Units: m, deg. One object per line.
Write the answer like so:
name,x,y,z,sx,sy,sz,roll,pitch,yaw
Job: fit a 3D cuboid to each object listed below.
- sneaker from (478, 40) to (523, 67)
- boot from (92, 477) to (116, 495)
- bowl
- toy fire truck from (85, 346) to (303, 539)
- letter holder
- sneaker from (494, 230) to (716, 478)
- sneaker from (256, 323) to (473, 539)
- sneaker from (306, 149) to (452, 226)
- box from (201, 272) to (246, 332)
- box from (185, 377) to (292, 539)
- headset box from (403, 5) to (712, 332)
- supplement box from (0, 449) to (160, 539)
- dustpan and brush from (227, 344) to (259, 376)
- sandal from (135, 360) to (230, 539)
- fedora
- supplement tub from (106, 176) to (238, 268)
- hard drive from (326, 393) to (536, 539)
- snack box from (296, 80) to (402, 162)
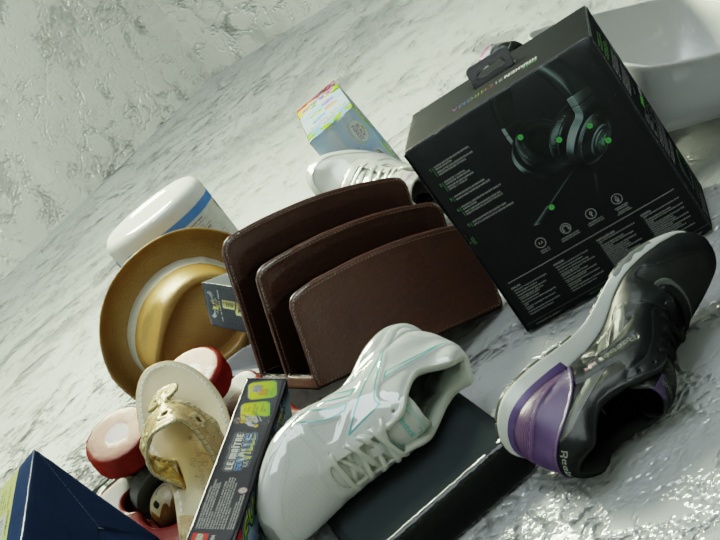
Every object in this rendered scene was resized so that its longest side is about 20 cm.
sneaker,0.161,-0.109,1.186,0.086,0.202,0.080,-11,-3,31
boot,-0.235,0.205,1.310,0.164,0.066,0.200,-5,39,48
bowl,0.272,-0.182,1.170,0.199,0.075,0.200,-18,24,-22
toy fire truck,-0.134,0.173,1.146,0.200,0.112,0.168,-41,37,-14
letter holder,0.000,0.000,1.134,0.199,0.143,0.100,-21,7,-30
sneaker,0.185,0.060,0.866,0.200,0.076,0.087,-46,33,-15
sneaker,0.003,0.116,0.947,0.200,0.071,0.080,-49,31,-23
sneaker,0.034,-0.087,1.323,0.199,0.100,0.075,15,79,19
box,-0.030,0.009,1.284,0.199,0.051,0.157,-21,17,-35
box,-0.083,0.181,0.973,0.034,0.111,0.200,-1,31,10
headset box,0.153,-0.085,1.055,0.174,0.200,0.093,-32,18,20
supplement box,-0.258,0.279,0.982,0.200,0.134,0.200,-50,16,3
dustpan and brush,-0.034,0.053,1.305,0.199,0.058,0.139,-13,-1,-33
sandal,-0.141,0.146,1.072,0.077,0.070,0.213,-20,58,-3
fedora,-0.170,0.056,1.353,0.200,0.201,0.082,-40,13,-8
supplement tub,-0.176,0.008,1.477,0.132,0.200,0.132,-33,18,12
hard drive,0.034,0.148,0.973,0.139,0.033,0.200,-40,17,-6
snack box,0.008,-0.119,1.489,0.068,0.169,0.200,-39,17,6
